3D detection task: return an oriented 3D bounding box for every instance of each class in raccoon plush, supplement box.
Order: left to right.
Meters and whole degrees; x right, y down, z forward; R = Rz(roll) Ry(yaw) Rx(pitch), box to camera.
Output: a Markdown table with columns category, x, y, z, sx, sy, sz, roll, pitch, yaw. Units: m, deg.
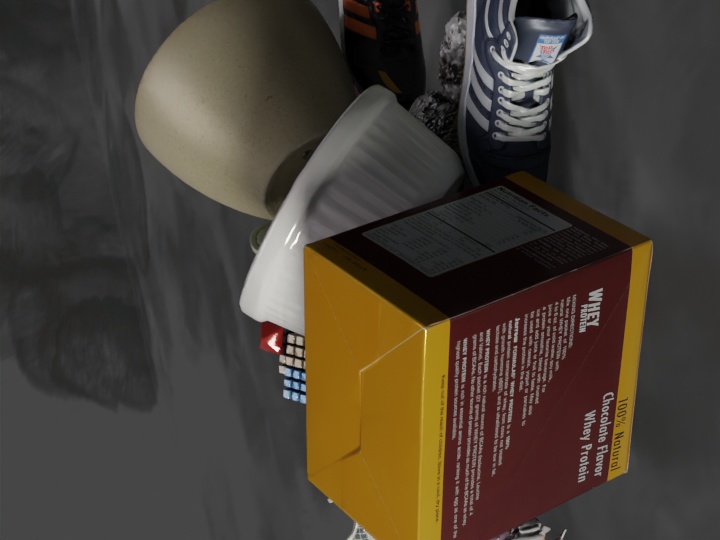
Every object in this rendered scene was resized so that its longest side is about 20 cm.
| category | x | y | z | sx | sy | sz | roll | pitch | yaw |
| --- | --- | --- | --- | --- | --- | --- | --- | --- | --- |
| raccoon plush | 0.030 | -0.117 | 1.257 | 0.097 | 0.133 | 0.201 | -135 | 38 | -64 |
| supplement box | 0.079 | 0.065 | 1.041 | 0.133 | 0.199 | 0.198 | 34 | 134 | 45 |

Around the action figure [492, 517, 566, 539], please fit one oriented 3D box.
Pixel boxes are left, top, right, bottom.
| category | x | y | z | sx | sy | sz | roll | pitch | yaw |
| --- | --- | --- | --- | --- | --- | --- | --- | --- | --- |
| action figure | 0.090 | 0.217 | 1.245 | 0.200 | 0.069 | 0.130 | 38 | 130 | 2 |

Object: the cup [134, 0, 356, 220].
| category | x | y | z | sx | sy | sz | roll | pitch | yaw |
| --- | --- | --- | --- | --- | --- | --- | --- | --- | --- |
| cup | -0.077 | -0.127 | 1.318 | 0.143 | 0.200 | 0.201 | 50 | 149 | 32 |

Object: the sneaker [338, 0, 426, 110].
| category | x | y | z | sx | sy | sz | roll | pitch | yaw |
| --- | --- | --- | --- | --- | --- | --- | --- | --- | --- |
| sneaker | 0.019 | -0.241 | 1.338 | 0.090 | 0.070 | 0.201 | 126 | 134 | -71 |

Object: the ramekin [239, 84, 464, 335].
| category | x | y | z | sx | sy | sz | roll | pitch | yaw |
| --- | --- | --- | --- | --- | --- | --- | --- | --- | --- |
| ramekin | 0.000 | -0.032 | 1.134 | 0.094 | 0.203 | 0.203 | 31 | 150 | 6 |

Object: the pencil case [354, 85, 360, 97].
| category | x | y | z | sx | sy | sz | roll | pitch | yaw |
| --- | --- | --- | --- | --- | --- | --- | --- | --- | --- |
| pencil case | 0.002 | -0.135 | 1.432 | 0.200 | 0.082 | 0.087 | -131 | 30 | -59 |

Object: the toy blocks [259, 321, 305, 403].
| category | x | y | z | sx | sy | sz | roll | pitch | yaw |
| --- | --- | --- | --- | --- | --- | --- | --- | --- | --- |
| toy blocks | -0.006 | 0.074 | 1.224 | 0.199 | 0.136 | 0.101 | 13 | 103 | 37 |

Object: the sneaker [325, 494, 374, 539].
| category | x | y | z | sx | sy | sz | roll | pitch | yaw |
| --- | --- | --- | --- | --- | --- | --- | --- | --- | --- |
| sneaker | -0.017 | 0.151 | 1.355 | 0.076 | 0.080 | 0.201 | 72 | 173 | -80 |

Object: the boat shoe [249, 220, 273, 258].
| category | x | y | z | sx | sy | sz | roll | pitch | yaw |
| --- | --- | --- | --- | --- | --- | --- | --- | --- | --- |
| boat shoe | 0.000 | 0.000 | 1.326 | 0.072 | 0.200 | 0.061 | -80 | -4 | -45 |

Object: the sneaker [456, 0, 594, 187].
| category | x | y | z | sx | sy | sz | roll | pitch | yaw |
| --- | --- | --- | --- | --- | --- | --- | --- | --- | --- |
| sneaker | 0.119 | -0.132 | 1.076 | 0.108 | 0.070 | 0.201 | -148 | 53 | -70 |
